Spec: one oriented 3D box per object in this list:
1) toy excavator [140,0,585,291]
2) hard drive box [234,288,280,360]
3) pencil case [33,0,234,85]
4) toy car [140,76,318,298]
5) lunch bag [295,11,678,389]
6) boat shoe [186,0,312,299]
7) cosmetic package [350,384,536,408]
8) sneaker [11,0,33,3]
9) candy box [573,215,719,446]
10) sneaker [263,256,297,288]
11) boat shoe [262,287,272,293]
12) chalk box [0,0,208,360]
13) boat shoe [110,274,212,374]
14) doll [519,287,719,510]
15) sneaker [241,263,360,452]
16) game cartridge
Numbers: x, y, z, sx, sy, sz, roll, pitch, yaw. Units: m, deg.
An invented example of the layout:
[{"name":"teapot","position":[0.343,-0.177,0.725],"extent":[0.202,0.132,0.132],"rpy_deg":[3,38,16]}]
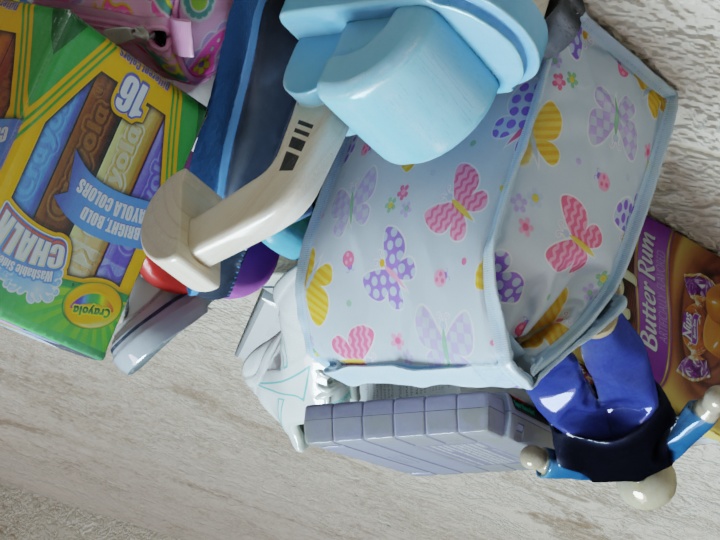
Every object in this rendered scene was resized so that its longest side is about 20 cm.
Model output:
[{"name":"toy excavator","position":[-0.009,-0.085,0.697],"extent":[0.194,0.200,0.100],"rpy_deg":[2,151,40]},{"name":"hard drive box","position":[-0.017,0.049,1.226],"extent":[0.156,0.077,0.200],"rpy_deg":[23,160,-5]},{"name":"pencil case","position":[-0.163,-0.164,0.817],"extent":[0.200,0.088,0.087],"rpy_deg":[15,159,22]},{"name":"toy car","position":[-0.088,-0.053,0.931],"extent":[0.200,0.150,0.175],"rpy_deg":[0,150,45]},{"name":"lunch bag","position":[0.063,-0.026,0.777],"extent":[0.127,0.200,0.169],"rpy_deg":[35,155,-32]},{"name":"boat shoe","position":[-0.053,-0.065,0.792],"extent":[0.069,0.084,0.200],"rpy_deg":[5,127,-23]},{"name":"cosmetic package","position":[0.045,0.072,1.009],"extent":[0.113,0.081,0.200],"rpy_deg":[10,160,-35]},{"name":"sneaker","position":[-0.197,-0.232,0.713],"extent":[0.074,0.082,0.200],"rpy_deg":[45,165,46]},{"name":"candy box","position":[0.166,0.022,0.918],"extent":[0.200,0.117,0.056],"rpy_deg":[27,159,-15]},{"name":"sneaker","position":[0.000,0.000,1.033],"extent":[0.200,0.075,0.085],"rpy_deg":[-2,140,23]},{"name":"boat shoe","position":[-0.077,-0.027,1.101],"extent":[0.200,0.071,0.064],"rpy_deg":[20,160,11]},{"name":"chalk box","position":[-0.196,-0.032,0.756],"extent":[0.125,0.200,0.124],"rpy_deg":[15,168,36]},{"name":"boat shoe","position":[-0.149,0.018,1.013],"extent":[0.067,0.074,0.200],"rpy_deg":[49,-168,-4]},{"name":"doll","position":[0.159,0.089,0.861],"extent":[0.136,0.049,0.200],"rpy_deg":[-17,134,14]},{"name":"sneaker","position":[-0.023,0.052,0.942],"extent":[0.080,0.070,0.200],"rpy_deg":[60,152,23]},{"name":"game cartridge","position":[0.061,0.112,0.947],"extent":[0.129,0.038,0.200],"rpy_deg":[-11,162,20]}]
